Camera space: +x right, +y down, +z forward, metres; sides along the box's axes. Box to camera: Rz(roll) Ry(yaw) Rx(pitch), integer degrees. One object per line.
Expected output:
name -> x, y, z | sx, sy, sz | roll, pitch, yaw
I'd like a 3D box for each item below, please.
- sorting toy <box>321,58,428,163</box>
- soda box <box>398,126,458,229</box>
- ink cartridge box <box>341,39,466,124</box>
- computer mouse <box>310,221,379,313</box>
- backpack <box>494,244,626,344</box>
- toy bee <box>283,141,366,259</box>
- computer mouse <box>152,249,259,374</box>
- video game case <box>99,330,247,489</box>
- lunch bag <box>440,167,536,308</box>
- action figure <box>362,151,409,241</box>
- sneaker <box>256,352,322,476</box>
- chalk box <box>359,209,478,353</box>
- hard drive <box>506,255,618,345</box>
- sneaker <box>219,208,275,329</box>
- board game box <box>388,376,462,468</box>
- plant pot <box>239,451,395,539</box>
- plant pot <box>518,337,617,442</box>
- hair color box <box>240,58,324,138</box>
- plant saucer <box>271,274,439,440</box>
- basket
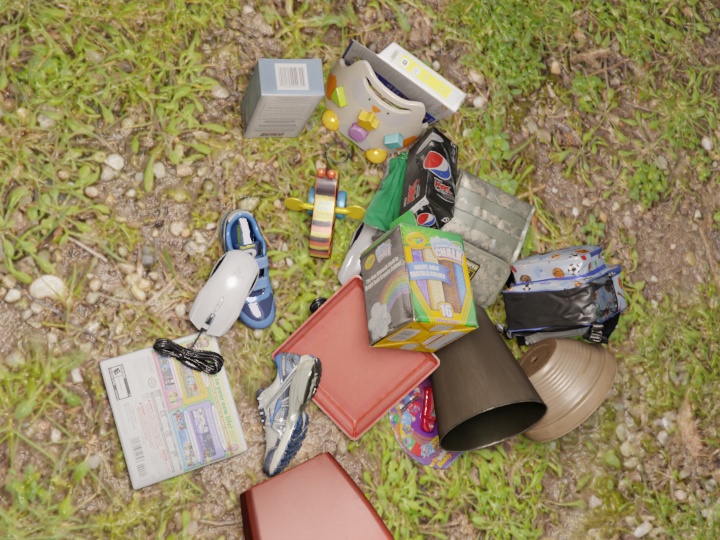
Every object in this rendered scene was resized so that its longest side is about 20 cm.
sorting toy -> 0.028, -0.278, 1.306 | 0.199, 0.180, 0.107 | 35, 73, -8
soda box -> 0.116, -0.149, 1.301 | 0.063, 0.071, 0.201 | 33, 39, -21
ink cartridge box -> 0.066, -0.325, 1.315 | 0.199, 0.198, 0.047 | 36, 90, -9
computer mouse -> 0.000, 0.000, 1.316 | 0.109, 0.044, 0.202 | 25, 75, -11
backpack -> 0.347, 0.037, 1.310 | 0.190, 0.199, 0.156 | -4, 92, -48
toy bee -> -0.064, -0.124, 1.289 | 0.130, 0.109, 0.202 | -14, 81, 0
computer mouse -> -0.225, 0.060, 1.196 | 0.109, 0.044, 0.201 | 29, 93, -9
video game case -> -0.289, 0.212, 1.214 | 0.180, 0.022, 0.202 | -16, 85, -18
lunch bag -> 0.186, -0.049, 1.353 | 0.163, 0.117, 0.202 | 25, 81, -15
action figure -> 0.064, -0.127, 1.336 | 0.118, 0.055, 0.201 | 31, 51, -24
sneaker -> -0.126, 0.223, 1.240 | 0.084, 0.077, 0.202 | 17, 90, 18
chalk box -> 0.083, 0.009, 1.199 | 0.123, 0.124, 0.202 | 9, 62, -31
hard drive -> 0.370, 0.054, 1.432 | 0.198, 0.038, 0.141 | -7, 83, -19
sneaker -> -0.181, -0.004, 1.250 | 0.073, 0.082, 0.202 | -14, 87, -20
board game box -> 0.149, 0.237, 1.331 | 0.199, 0.039, 0.159 | -38, 93, -18
plant pot -> -0.081, 0.383, 1.167 | 0.198, 0.200, 0.178 | -21, 78, -19
plant pot -> 0.319, 0.180, 1.306 | 0.093, 0.201, 0.201 | 44, 72, -9
hair color box -> -0.129, -0.270, 1.246 | 0.098, 0.200, 0.061 | -4, 82, -17
plant saucer -> -0.007, 0.139, 1.266 | 0.199, 0.037, 0.200 | -43, 95, 11
basket -> 0.182, 0.167, 1.272 | 0.179, 0.136, 0.201 | -22, 53, 6
